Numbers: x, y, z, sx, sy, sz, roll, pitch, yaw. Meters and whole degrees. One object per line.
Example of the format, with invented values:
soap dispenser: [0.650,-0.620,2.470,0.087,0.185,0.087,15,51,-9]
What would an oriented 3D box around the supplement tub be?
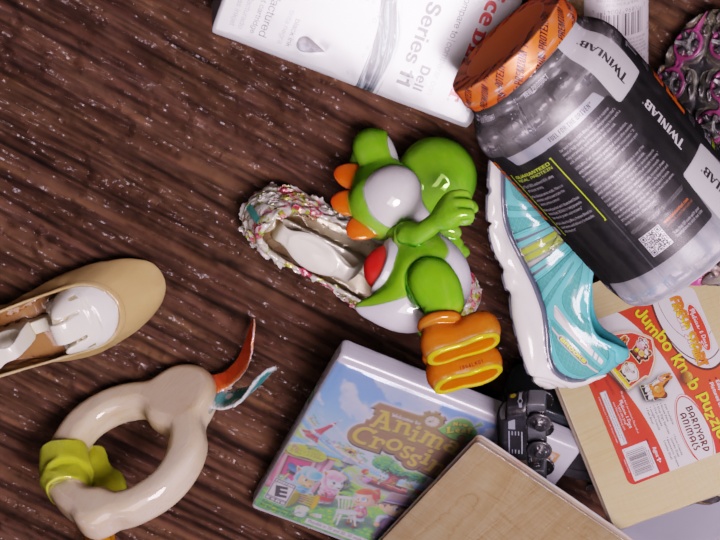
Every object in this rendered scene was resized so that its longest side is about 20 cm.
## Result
supplement tub: [0.162,-0.084,1.280,0.122,0.123,0.200,-41,107,9]

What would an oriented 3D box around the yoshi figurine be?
yoshi figurine: [0.058,-0.022,1.350,0.112,0.201,0.112,10,140,-46]

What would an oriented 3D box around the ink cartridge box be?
ink cartridge box: [0.011,-0.205,1.324,0.199,0.083,0.148,19,107,-11]

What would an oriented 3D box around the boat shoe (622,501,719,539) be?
boat shoe: [0.230,0.239,1.505,0.199,0.071,0.070,-37,136,2]

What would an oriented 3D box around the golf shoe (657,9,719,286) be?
golf shoe: [0.260,-0.090,1.396,0.072,0.092,0.202,6,94,34]

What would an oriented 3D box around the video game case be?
video game case: [0.040,0.154,1.444,0.199,0.022,0.183,22,128,-11]

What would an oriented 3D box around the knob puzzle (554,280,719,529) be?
knob puzzle: [0.244,0.081,1.430,0.218,0.030,0.222,2,73,-7]

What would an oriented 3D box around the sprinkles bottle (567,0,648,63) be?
sprinkles bottle: [0.174,-0.156,1.351,0.068,0.068,0.202,-5,114,-3]

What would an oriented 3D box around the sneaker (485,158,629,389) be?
sneaker: [0.141,-0.016,1.373,0.079,0.077,0.202,-16,94,16]

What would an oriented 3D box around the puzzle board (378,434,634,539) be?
puzzle board: [0.104,0.214,1.428,0.150,0.017,0.200,34,136,-4]

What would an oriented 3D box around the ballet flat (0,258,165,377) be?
ballet flat: [-0.238,0.049,1.402,0.199,0.063,0.069,-20,109,2]

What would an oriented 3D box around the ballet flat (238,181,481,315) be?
ballet flat: [0.000,0.000,1.403,0.199,0.064,0.076,22,106,-11]

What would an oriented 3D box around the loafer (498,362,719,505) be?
loafer: [0.192,0.139,1.467,0.199,0.073,0.073,24,125,-5]

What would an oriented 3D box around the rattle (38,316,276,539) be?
rattle: [-0.135,0.145,1.441,0.200,0.130,0.143,-38,121,-19]

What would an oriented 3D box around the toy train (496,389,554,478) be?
toy train: [0.121,0.167,1.410,0.045,0.034,0.201,2,129,9]
